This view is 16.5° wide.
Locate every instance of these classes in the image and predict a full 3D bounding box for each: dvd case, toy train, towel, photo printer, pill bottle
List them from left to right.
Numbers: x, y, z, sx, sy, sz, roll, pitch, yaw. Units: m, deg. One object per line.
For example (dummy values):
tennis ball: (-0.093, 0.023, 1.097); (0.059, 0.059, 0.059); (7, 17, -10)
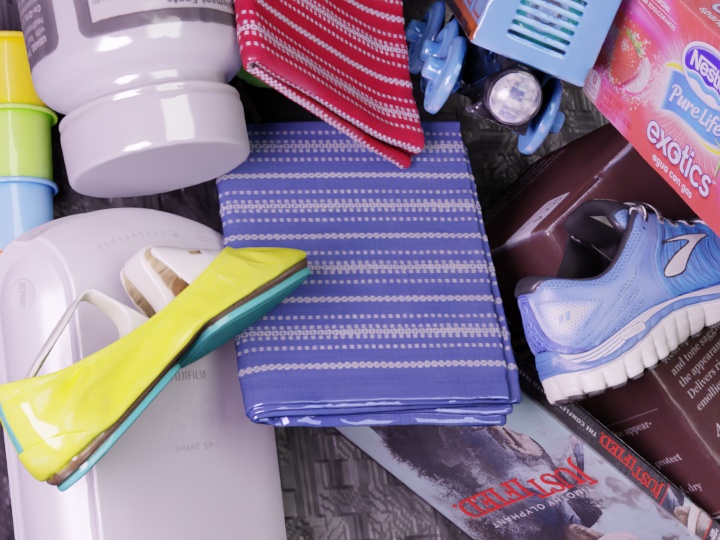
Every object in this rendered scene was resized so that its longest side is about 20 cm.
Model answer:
pill bottle: (-0.123, -0.146, 1.294); (0.114, 0.114, 0.200); (-4, 77, -35)
photo printer: (-0.114, 0.068, 1.285); (0.166, 0.069, 0.200); (0, 82, -55)
towel: (-0.020, -0.167, 1.345); (0.145, 0.022, 0.200); (29, 46, -44)
towel: (0.000, 0.000, 1.314); (0.145, 0.024, 0.200); (-1, 51, -10)
toy train: (0.084, -0.140, 1.399); (0.087, 0.200, 0.114); (23, 104, -10)
dvd case: (0.091, 0.114, 1.398); (0.200, 0.146, 0.022); (39, 54, -18)

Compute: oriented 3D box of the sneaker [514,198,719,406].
sneaker: (0.162, -0.008, 1.323); (0.200, 0.079, 0.089); (-30, 95, -35)

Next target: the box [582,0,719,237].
box: (0.217, -0.087, 1.319); (0.103, 0.095, 0.200); (-5, 37, -27)

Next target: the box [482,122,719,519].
box: (0.163, 0.031, 1.460); (0.166, 0.164, 0.200); (-42, 99, -35)

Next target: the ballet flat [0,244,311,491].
ballet flat: (-0.102, 0.027, 1.204); (0.067, 0.067, 0.200); (48, 51, 0)

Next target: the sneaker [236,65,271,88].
sneaker: (-0.094, -0.188, 1.392); (0.200, 0.084, 0.077); (36, 43, 6)

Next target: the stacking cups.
stacking cups: (-0.185, -0.023, 1.320); (0.060, 0.060, 0.200); (1, 79, -33)

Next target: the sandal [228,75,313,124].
sandal: (-0.056, -0.063, 1.406); (0.080, 0.057, 0.201); (-18, 69, -37)
